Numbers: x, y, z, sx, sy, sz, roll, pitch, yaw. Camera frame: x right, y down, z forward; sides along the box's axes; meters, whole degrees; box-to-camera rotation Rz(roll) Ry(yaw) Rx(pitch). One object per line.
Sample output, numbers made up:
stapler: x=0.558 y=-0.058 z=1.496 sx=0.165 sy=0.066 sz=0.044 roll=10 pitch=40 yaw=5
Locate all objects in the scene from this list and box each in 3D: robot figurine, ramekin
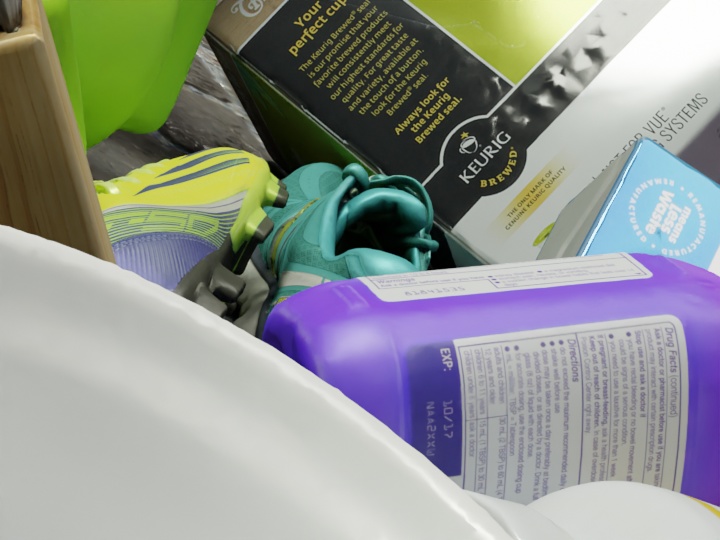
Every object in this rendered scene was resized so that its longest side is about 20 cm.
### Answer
robot figurine: x=-0.142 y=-0.103 z=0.818 sx=0.200 sy=0.116 sz=0.175 roll=11 pitch=20 yaw=-49
ramekin: x=-0.052 y=0.083 z=0.483 sx=0.200 sy=0.098 sz=0.200 roll=32 pitch=15 yaw=-10

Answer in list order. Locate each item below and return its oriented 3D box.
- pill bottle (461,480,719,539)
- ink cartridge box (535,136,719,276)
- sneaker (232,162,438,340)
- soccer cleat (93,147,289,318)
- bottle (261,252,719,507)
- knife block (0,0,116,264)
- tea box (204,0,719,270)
pill bottle: x=0.086 y=0.118 z=0.628 sx=0.200 sy=0.112 sz=0.112 roll=21 pitch=20 yaw=-38
ink cartridge box: x=0.138 y=0.063 z=0.773 sx=0.200 sy=0.116 sz=0.068 roll=33 pitch=-27 yaw=-6
sneaker: x=0.000 y=0.000 z=0.869 sx=0.077 sy=0.080 sz=0.200 roll=30 pitch=15 yaw=-12
soccer cleat: x=-0.075 y=-0.011 z=0.784 sx=0.084 sy=0.065 sz=0.200 roll=26 pitch=15 yaw=-2
bottle: x=0.072 y=0.037 z=0.678 sx=0.200 sy=0.084 sz=0.065 roll=-6 pitch=22 yaw=-20
knife block: x=-0.095 y=-0.036 z=0.608 sx=0.200 sy=0.176 sz=0.064 roll=28 pitch=17 yaw=-20
tea box: x=0.079 y=-0.089 z=1.006 sx=0.197 sy=0.200 sz=0.134 roll=42 pitch=-9 yaw=24
